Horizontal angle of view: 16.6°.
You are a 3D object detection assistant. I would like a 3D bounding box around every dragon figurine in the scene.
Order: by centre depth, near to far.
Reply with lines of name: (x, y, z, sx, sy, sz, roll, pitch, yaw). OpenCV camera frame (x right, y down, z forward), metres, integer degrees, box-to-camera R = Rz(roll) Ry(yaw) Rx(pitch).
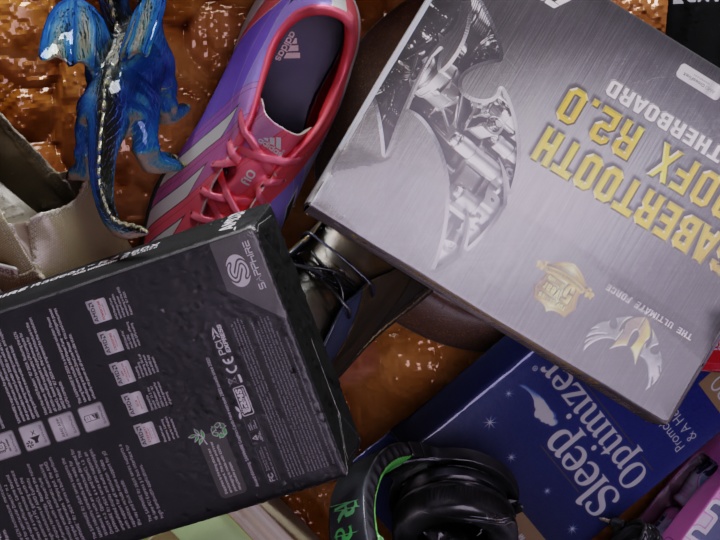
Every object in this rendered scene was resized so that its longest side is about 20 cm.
dragon figurine: (-0.116, -0.097, 1.163, 0.059, 0.200, 0.100, -3, 123, 9)

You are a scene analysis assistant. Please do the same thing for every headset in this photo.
headset: (0.067, 0.142, 1.208, 0.094, 0.200, 0.124, -29, 66, 29)

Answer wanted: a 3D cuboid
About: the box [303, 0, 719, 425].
box: (0.096, -0.045, 1.160, 0.200, 0.048, 0.159, 32, 85, -4)

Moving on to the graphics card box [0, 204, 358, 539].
graphics card box: (-0.114, 0.060, 1.136, 0.200, 0.051, 0.126, -19, 100, 13)

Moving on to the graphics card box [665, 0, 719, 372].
graphics card box: (0.207, -0.048, 1.248, 0.125, 0.051, 0.200, 3, 93, -37)

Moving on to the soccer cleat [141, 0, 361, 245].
soccer cleat: (-0.055, -0.052, 1.220, 0.068, 0.073, 0.200, 23, 98, -14)

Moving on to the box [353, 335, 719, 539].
box: (0.101, 0.084, 1.277, 0.200, 0.032, 0.121, -39, 120, 1)

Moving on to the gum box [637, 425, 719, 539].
gum box: (0.231, 0.178, 1.315, 0.200, 0.066, 0.114, 36, 90, -14)

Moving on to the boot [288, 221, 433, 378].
boot: (0.000, 0.000, 1.200, 0.075, 0.097, 0.200, 35, 109, 0)

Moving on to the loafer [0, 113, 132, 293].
loafer: (-0.146, -0.007, 1.191, 0.200, 0.076, 0.067, 37, 124, -4)

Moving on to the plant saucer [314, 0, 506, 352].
plant saucer: (0.077, -0.053, 1.267, 0.200, 0.034, 0.201, -2, 100, -10)

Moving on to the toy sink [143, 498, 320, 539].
toy sink: (-0.103, 0.194, 1.205, 0.200, 0.112, 0.130, -47, 59, 0)
